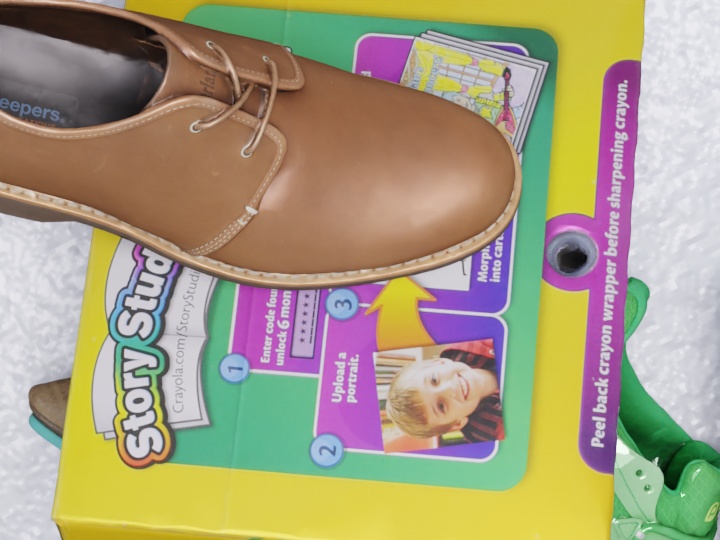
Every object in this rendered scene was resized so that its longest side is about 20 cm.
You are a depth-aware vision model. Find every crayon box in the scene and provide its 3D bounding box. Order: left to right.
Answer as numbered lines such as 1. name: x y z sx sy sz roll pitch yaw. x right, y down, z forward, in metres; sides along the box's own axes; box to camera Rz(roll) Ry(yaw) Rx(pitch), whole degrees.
1. crayon box: 0.000 0.000 0.818 0.171 0.058 0.201 5 69 5

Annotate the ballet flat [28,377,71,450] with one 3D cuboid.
1. ballet flat: -0.022 0.068 0.857 0.199 0.068 0.073 32 102 24

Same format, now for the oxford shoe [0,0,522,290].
1. oxford shoe: -0.041 -0.040 0.752 0.199 0.071 0.072 7 70 -15

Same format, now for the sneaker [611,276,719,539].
1. sneaker: 0.091 0.096 0.870 0.083 0.074 0.201 -13 101 11
